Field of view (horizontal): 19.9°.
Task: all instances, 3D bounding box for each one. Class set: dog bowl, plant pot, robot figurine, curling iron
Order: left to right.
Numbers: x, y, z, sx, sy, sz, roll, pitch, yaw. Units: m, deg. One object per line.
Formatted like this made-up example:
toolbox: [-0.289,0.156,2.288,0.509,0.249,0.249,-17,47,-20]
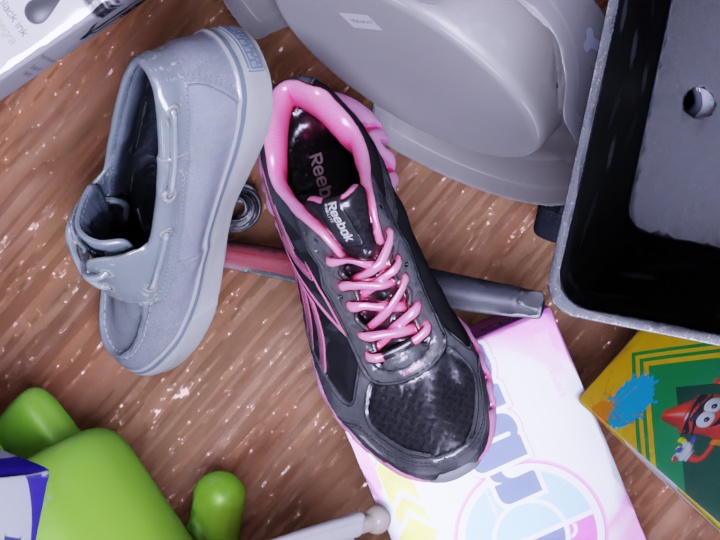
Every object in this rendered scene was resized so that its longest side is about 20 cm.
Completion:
robot figurine: [-0.128,0.156,0.961,0.201,0.175,0.116,55,130,10]
curling iron: [-0.008,-0.008,0.982,0.199,0.026,0.050,17,99,17]
dog bowl: [0.030,-0.110,0.929,0.199,0.200,0.059,33,76,-4]
plant pot: [0.191,-0.066,0.871,0.198,0.177,0.201,12,93,2]

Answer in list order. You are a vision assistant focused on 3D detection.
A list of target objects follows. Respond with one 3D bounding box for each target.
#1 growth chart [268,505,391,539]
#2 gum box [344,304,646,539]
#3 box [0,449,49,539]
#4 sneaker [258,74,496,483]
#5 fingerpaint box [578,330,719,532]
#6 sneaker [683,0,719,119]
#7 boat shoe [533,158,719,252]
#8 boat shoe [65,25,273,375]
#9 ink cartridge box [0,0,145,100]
growth chart: [-0.043,0.208,0.931,0.018,0.144,0.202,18,101,40]
gum box: [0.075,0.129,1.002,0.113,0.066,0.201,-23,94,-2]
box: [-0.249,0.147,0.862,0.199,0.105,0.185,15,96,34]
sneaker: [0.000,0.000,0.919,0.079,0.095,0.201,-24,75,-1]
fingerpaint box: [0.215,0.117,0.930,0.200,0.167,0.073,41,91,-24]
sneaker: [0.193,-0.139,0.987,0.139,0.078,0.202,14,92,-4]
boat shoe: [0.174,-0.002,0.999,0.199,0.075,0.063,26,98,0]
boat shoe: [-0.101,-0.027,0.941,0.071,0.202,0.070,-11,50,-33]
ink cartridge box: [-0.148,-0.187,0.966,0.199,0.084,0.146,-35,94,0]
